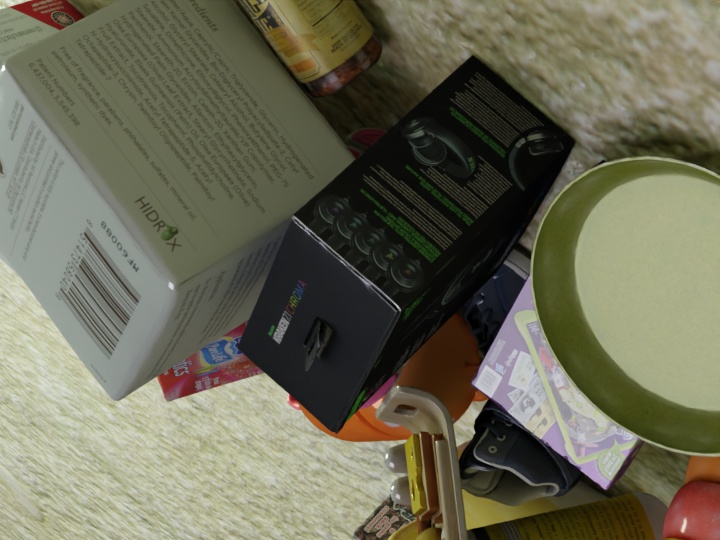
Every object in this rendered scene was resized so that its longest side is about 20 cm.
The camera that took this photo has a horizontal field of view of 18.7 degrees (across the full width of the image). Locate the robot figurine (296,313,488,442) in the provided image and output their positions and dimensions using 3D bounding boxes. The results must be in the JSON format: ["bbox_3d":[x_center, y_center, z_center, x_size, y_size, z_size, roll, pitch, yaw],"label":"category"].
[{"bbox_3d":[0.017,0.077,1.714,0.144,0.117,0.200,51,156,-13],"label":"robot figurine"}]

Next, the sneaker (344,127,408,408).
[{"bbox_3d":[0.000,0.000,1.586,0.087,0.074,0.200,171,100,-78],"label":"sneaker"}]

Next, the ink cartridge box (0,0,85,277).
[{"bbox_3d":[-0.242,-0.097,1.759,0.200,0.145,0.145,42,120,11],"label":"ink cartridge box"}]

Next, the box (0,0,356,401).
[{"bbox_3d":[-0.140,-0.060,1.504,0.200,0.171,0.199,53,151,11],"label":"box"}]

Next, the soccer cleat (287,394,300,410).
[{"bbox_3d":[-0.058,0.033,1.824,0.068,0.073,0.200,25,150,40],"label":"soccer cleat"}]

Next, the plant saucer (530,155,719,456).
[{"bbox_3d":[0.198,0.018,1.343,0.200,0.031,0.200,18,124,29],"label":"plant saucer"}]

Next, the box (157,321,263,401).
[{"bbox_3d":[-0.131,0.021,1.732,0.200,0.095,0.100,88,164,-70],"label":"box"}]

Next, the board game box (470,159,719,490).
[{"bbox_3d":[0.158,0.038,1.421,0.120,0.032,0.200,41,131,18],"label":"board game box"}]

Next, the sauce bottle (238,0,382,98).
[{"bbox_3d":[-0.064,-0.208,1.445,0.200,0.066,0.066,53,156,-16],"label":"sauce bottle"}]

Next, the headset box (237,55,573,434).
[{"bbox_3d":[0.022,-0.012,1.420,0.093,0.200,0.174,41,147,10],"label":"headset box"}]

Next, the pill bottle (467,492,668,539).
[{"bbox_3d":[0.171,0.224,1.582,0.112,0.200,0.113,168,90,-85],"label":"pill bottle"}]

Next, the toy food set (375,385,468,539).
[{"bbox_3d":[0.035,0.188,1.548,0.144,0.060,0.200,114,150,-76],"label":"toy food set"}]

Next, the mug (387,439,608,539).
[{"bbox_3d":[0.117,0.206,1.725,0.153,0.149,0.187,41,-175,32],"label":"mug"}]

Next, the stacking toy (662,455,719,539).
[{"bbox_3d":[0.234,0.199,1.445,0.146,0.200,0.146,37,155,20],"label":"stacking toy"}]

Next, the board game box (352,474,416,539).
[{"bbox_3d":[0.098,0.295,1.969,0.200,0.097,0.160,36,156,21],"label":"board game box"}]

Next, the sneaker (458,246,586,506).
[{"bbox_3d":[0.093,0.071,1.544,0.202,0.146,0.077,42,159,11],"label":"sneaker"}]
